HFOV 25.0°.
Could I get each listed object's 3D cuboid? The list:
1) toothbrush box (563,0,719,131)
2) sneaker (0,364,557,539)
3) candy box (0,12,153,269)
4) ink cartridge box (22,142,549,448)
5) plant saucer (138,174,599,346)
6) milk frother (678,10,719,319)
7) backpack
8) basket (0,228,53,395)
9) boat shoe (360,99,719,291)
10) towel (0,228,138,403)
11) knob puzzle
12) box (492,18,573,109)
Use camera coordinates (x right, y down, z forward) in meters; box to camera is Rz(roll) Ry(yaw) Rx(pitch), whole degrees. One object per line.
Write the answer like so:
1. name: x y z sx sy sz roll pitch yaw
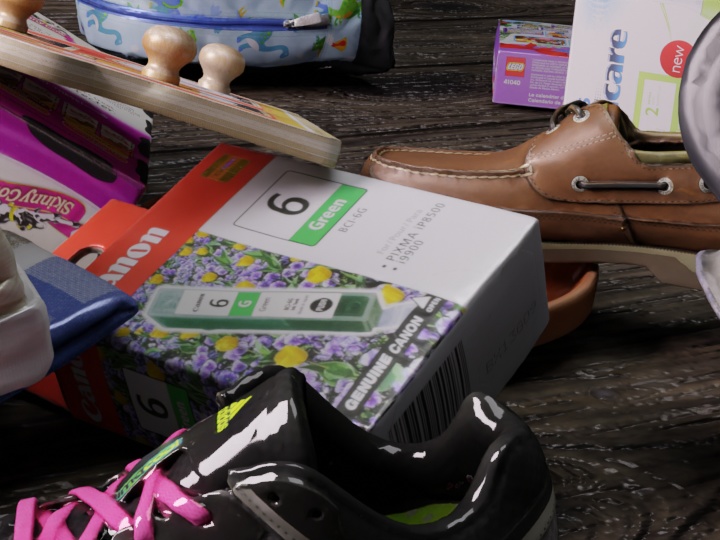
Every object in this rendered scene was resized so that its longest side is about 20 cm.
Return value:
1. toothbrush box: 0.224 -0.118 0.923 0.199 0.146 0.086 13 20 20
2. sneaker: -0.040 0.064 0.396 0.199 0.088 0.074 2 19 -8
3. candy box: -0.166 -0.074 0.740 0.136 0.061 0.200 31 14 -14
4. ink cartridge box: -0.048 0.009 0.561 0.199 0.050 0.109 16 46 30
5. plant saucer: 0.000 0.000 0.689 0.199 0.032 0.200 4 19 -1
6. milk frother: 0.233 -0.034 0.571 0.200 0.188 0.181 23 31 -44
7. backpack: -0.096 -0.192 1.103 0.199 0.154 0.163 -17 32 -20
8. basket: -0.206 -0.013 0.445 0.199 0.124 0.136 -21 30 -20
9. boat shoe: 0.097 -0.040 0.677 0.199 0.068 0.072 8 20 6
10. towel: -0.187 0.017 0.537 0.147 0.024 0.200 -32 36 -34
11. knob puzzle: -0.109 -0.089 0.622 0.219 0.031 0.220 17 7 -2
12. box: 0.193 -0.140 1.147 0.199 0.039 0.137 6 18 3
